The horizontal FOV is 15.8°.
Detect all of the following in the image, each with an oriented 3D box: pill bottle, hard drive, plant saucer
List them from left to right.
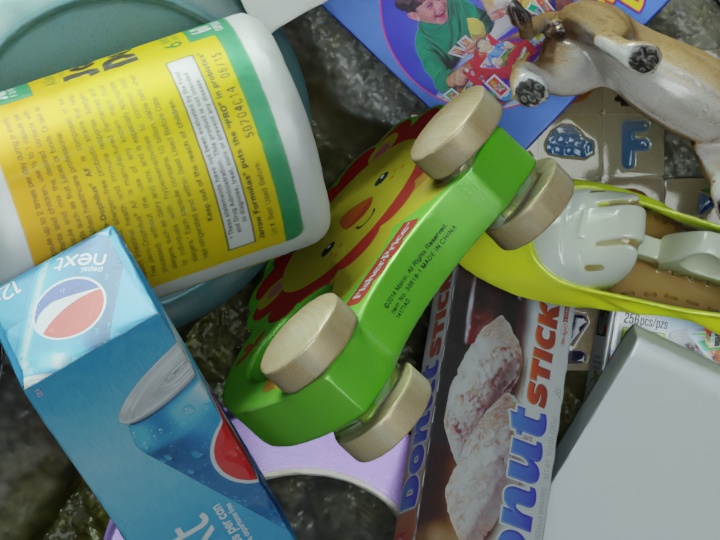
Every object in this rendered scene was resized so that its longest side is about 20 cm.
[{"bbox_3d":[-0.124,-0.035,1.173,0.200,0.113,0.113,-19,94,-8],"label":"pill bottle"},{"bbox_3d":[-0.118,-0.058,1.242,0.200,0.027,0.200,-3,105,-13],"label":"plant saucer"},{"bbox_3d":[0.192,0.124,1.308,0.200,0.027,0.132,25,109,-13],"label":"hard drive"}]

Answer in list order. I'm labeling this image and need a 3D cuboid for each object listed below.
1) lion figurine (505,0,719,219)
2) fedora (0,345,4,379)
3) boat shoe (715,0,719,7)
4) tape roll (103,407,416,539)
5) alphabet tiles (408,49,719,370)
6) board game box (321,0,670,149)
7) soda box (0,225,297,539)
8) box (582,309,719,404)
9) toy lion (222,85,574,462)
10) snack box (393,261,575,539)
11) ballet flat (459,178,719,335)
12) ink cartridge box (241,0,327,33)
[{"bbox_3d":[0.145,-0.086,1.227,0.200,0.123,0.072,36,109,-15],"label":"lion figurine"},{"bbox_3d":[-0.273,0.038,1.248,0.200,0.092,0.201,0,91,-6],"label":"fedora"},{"bbox_3d":[0.220,-0.111,1.310,0.057,0.069,0.200,-30,82,1],"label":"boat shoe"},{"bbox_3d":[-0.032,0.164,1.294,0.200,0.066,0.200,0,91,-7],"label":"tape roll"},{"bbox_3d":[0.124,-0.031,1.335,0.200,0.008,0.167,0,92,-6],"label":"alphabet tiles"},{"bbox_3d":[0.091,-0.165,1.277,0.134,0.045,0.200,44,102,-1],"label":"board game box"},{"bbox_3d":[-0.093,0.075,1.162,0.068,0.064,0.200,-30,137,-3],"label":"soda box"},{"bbox_3d":[0.221,0.038,1.327,0.200,0.035,0.110,9,91,-7],"label":"box"},{"bbox_3d":[0.000,0.000,1.212,0.069,0.192,0.200,43,65,-16],"label":"toy lion"},{"bbox_3d":[0.060,0.083,1.268,0.072,0.024,0.200,21,64,-23],"label":"snack box"},{"bbox_3d":[0.144,-0.009,1.263,0.200,0.067,0.067,15,74,-7],"label":"ballet flat"},{"bbox_3d":[-0.034,-0.223,1.244,0.117,0.067,0.200,-27,82,20],"label":"ink cartridge box"}]
